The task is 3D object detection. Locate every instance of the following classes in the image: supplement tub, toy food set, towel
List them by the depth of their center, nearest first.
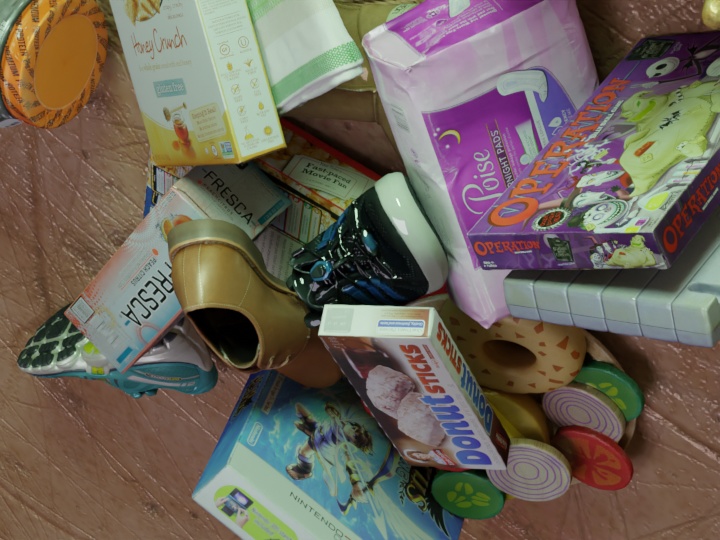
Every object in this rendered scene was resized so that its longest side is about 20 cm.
[{"bbox_3d":[-0.058,-0.196,1.282,0.149,0.031,0.200,-17,93,68],"label":"towel"},{"bbox_3d":[0.094,0.090,1.461,0.200,0.049,0.198,-23,123,36],"label":"toy food set"},{"bbox_3d":[-0.283,-0.174,1.507,0.200,0.123,0.123,23,140,25],"label":"supplement tub"}]

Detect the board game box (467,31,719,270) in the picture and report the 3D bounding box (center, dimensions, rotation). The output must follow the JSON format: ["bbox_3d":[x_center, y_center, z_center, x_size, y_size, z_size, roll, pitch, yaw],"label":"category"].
[{"bbox_3d":[0.157,-0.068,1.155,0.120,0.200,0.032,-5,122,44],"label":"board game box"}]

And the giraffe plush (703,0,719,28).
[{"bbox_3d":[0.112,-0.219,1.102,0.162,0.173,0.200,14,173,46],"label":"giraffe plush"}]

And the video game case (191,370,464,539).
[{"bbox_3d":[-0.010,0.146,1.507,0.181,0.200,0.045,41,121,-11],"label":"video game case"}]

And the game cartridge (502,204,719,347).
[{"bbox_3d":[0.178,-0.030,1.174,0.130,0.200,0.038,4,126,39],"label":"game cartridge"}]

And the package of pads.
[{"bbox_3d":[0.086,-0.073,1.274,0.076,0.120,0.200,49,163,55],"label":"package of pads"}]

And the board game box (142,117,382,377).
[{"bbox_3d":[-0.059,-0.030,1.497,0.200,0.046,0.152,32,138,18],"label":"board game box"}]

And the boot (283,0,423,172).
[{"bbox_3d":[-0.011,-0.105,1.387,0.200,0.066,0.175,8,120,35],"label":"boot"}]

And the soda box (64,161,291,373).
[{"bbox_3d":[-0.129,-0.007,1.487,0.064,0.068,0.200,46,141,-1],"label":"soda box"}]

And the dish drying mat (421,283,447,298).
[{"bbox_3d":[0.040,0.017,1.498,0.077,0.018,0.200,51,143,-11],"label":"dish drying mat"}]

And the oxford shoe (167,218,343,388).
[{"bbox_3d":[-0.067,0.042,1.416,0.071,0.071,0.200,-17,148,24],"label":"oxford shoe"}]

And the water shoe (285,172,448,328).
[{"bbox_3d":[0.000,0.000,1.315,0.072,0.079,0.200,62,169,9],"label":"water shoe"}]

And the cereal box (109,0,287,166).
[{"bbox_3d":[-0.115,-0.165,1.346,0.144,0.040,0.200,3,111,64],"label":"cereal box"}]

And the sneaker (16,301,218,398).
[{"bbox_3d":[-0.197,0.073,1.725,0.200,0.078,0.080,0,136,41],"label":"sneaker"}]

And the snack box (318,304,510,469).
[{"bbox_3d":[0.038,0.076,1.372,0.072,0.024,0.200,0,152,19],"label":"snack box"}]
